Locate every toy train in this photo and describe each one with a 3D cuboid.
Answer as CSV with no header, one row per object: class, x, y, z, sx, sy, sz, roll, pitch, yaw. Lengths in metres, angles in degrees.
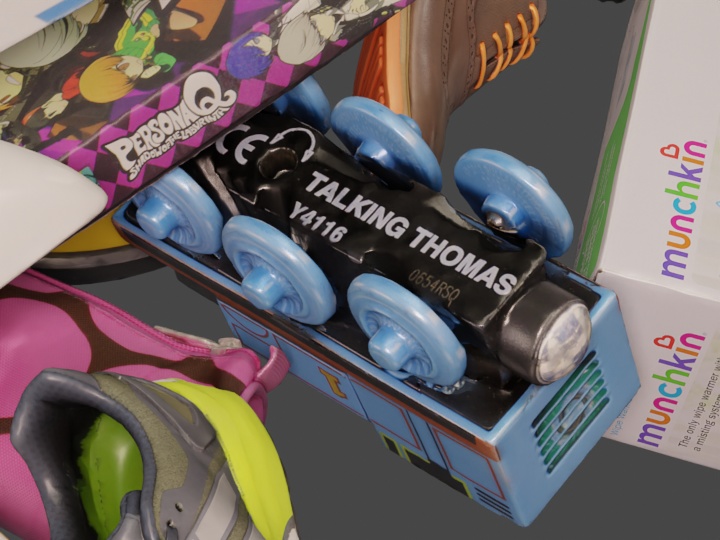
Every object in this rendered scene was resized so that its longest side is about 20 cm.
toy train,0.000,0.000,0.812,0.199,0.115,0.087,28,64,33

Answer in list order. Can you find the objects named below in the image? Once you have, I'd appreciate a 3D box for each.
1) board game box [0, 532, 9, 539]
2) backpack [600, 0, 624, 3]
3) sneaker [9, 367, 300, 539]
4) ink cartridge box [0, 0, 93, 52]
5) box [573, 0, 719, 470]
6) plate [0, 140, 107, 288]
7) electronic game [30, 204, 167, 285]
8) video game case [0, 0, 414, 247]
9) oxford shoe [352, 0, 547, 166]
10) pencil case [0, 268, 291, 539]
board game box,-0.094,0.150,0.702,0.200,0.030,0.096,41,52,-3
backpack,0.197,-0.191,0.979,0.182,0.201,0.135,22,50,10
sneaker,-0.045,0.105,0.670,0.081,0.074,0.200,24,24,-50
ink cartridge box,-0.136,-0.152,0.778,0.144,0.085,0.200,-29,37,-4
box,0.175,-0.020,0.901,0.175,0.097,0.201,16,50,1
plate,-0.211,-0.009,0.713,0.199,0.032,0.199,19,44,33
electronic game,-0.122,-0.074,0.928,0.199,0.042,0.201,5,49,-5
video game case,-0.105,-0.104,0.831,0.181,0.036,0.200,-35,49,-7
oxford shoe,0.040,-0.102,0.963,0.072,0.071,0.201,15,48,-4
pencil case,-0.127,0.031,0.809,0.199,0.091,0.094,25,85,9
